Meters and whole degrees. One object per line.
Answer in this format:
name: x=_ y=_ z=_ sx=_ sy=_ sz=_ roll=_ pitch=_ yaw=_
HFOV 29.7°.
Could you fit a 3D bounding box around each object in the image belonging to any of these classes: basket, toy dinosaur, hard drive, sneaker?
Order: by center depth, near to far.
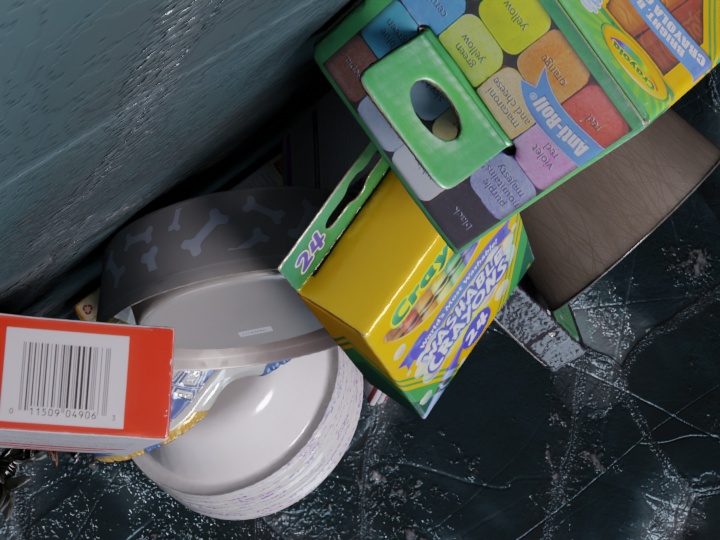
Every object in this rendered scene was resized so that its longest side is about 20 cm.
toy dinosaur: x=-0.224 y=0.096 z=0.971 sx=0.135 sy=0.102 sz=0.200 roll=-35 pitch=180 yaw=-20
basket: x=0.138 y=-0.103 z=0.996 sx=0.180 sy=0.200 sz=0.136 roll=-41 pitch=179 yaw=-19
sneaker: x=-0.129 y=0.058 z=1.002 sx=0.199 sy=0.088 sz=0.075 roll=-36 pitch=-157 yaw=-6
hard drive: x=0.094 y=-0.025 z=1.056 sx=0.038 sy=0.200 sz=0.140 roll=-34 pitch=-140 yaw=20

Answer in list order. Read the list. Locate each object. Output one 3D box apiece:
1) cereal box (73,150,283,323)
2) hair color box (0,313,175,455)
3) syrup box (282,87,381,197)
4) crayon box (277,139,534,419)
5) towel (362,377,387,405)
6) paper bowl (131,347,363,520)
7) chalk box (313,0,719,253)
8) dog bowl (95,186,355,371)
cereal box: x=-0.121 y=-0.020 z=1.051 sx=0.199 sy=0.040 sz=0.144 roll=-36 pitch=-179 yaw=0
hair color box: x=-0.174 y=0.069 z=0.778 sx=0.110 sy=0.064 sz=0.200 roll=5 pitch=168 yaw=-16
syrup box: x=0.028 y=-0.085 z=0.849 sx=0.078 sy=0.082 sz=0.200 roll=8 pitch=157 yaw=-28
crayon box: x=0.034 y=-0.003 z=0.771 sx=0.126 sy=0.051 sz=0.200 roll=-54 pitch=156 yaw=-9
towel: x=0.006 y=-0.009 z=1.127 sx=0.023 sy=0.201 sz=0.144 roll=-4 pitch=142 yaw=-23
paper bowl: x=-0.105 y=0.091 z=1.102 sx=0.200 sy=0.201 sz=0.104 roll=-36 pitch=145 yaw=-1
chalk box: x=0.074 y=-0.103 z=0.641 sx=0.124 sy=0.125 sz=0.200 roll=-35 pitch=-177 yaw=38
dog bowl: x=-0.071 y=0.007 z=0.852 sx=0.199 sy=0.059 sz=0.200 roll=-8 pitch=162 yaw=-3
